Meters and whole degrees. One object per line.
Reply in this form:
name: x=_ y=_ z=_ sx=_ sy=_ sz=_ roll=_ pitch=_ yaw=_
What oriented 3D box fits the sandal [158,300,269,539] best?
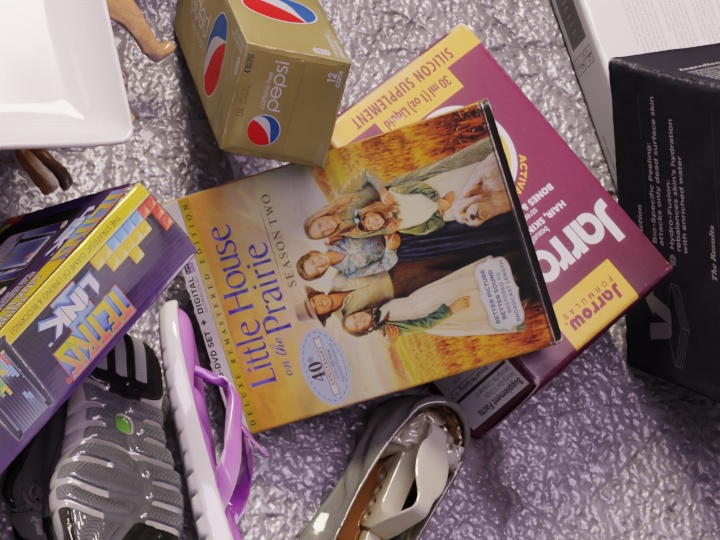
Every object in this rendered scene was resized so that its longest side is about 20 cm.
sandal: x=-0.075 y=0.115 z=1.485 sx=0.050 sy=0.082 sz=0.204 roll=-12 pitch=85 yaw=-5

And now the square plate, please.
square plate: x=-0.236 y=-0.149 z=1.411 sx=0.199 sy=0.028 sz=0.199 roll=-5 pitch=71 yaw=-22

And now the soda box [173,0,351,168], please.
soda box: x=-0.060 y=-0.133 z=1.535 sx=0.064 sy=0.068 sz=0.200 roll=9 pitch=23 yaw=-17

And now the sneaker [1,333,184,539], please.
sneaker: x=-0.152 y=0.132 z=1.425 sx=0.075 sy=0.116 sz=0.200 roll=24 pitch=34 yaw=-19

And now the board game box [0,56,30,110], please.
board game box: x=-0.277 y=-0.139 z=1.484 sx=0.200 sy=0.135 sz=0.034 roll=53 pitch=36 yaw=6

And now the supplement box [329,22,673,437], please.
supplement box: x=0.065 y=-0.024 z=1.581 sx=0.131 sy=0.103 sz=0.200 roll=-39 pitch=86 yaw=-29

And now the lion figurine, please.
lion figurine: x=-0.179 y=-0.138 z=1.529 sx=0.123 sy=0.072 sz=0.200 roll=50 pitch=27 yaw=-21

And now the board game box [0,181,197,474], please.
board game box: x=-0.202 y=0.046 z=1.416 sx=0.057 sy=0.165 sz=0.200 roll=51 pitch=60 yaw=-19

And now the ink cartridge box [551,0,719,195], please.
ink cartridge box: x=0.232 y=-0.124 z=1.717 sx=0.173 sy=0.044 sz=0.201 roll=-10 pitch=73 yaw=-24

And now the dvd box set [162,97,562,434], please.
dvd box set: x=0.000 y=0.000 z=1.504 sx=0.199 sy=0.029 sz=0.147 roll=-16 pitch=92 yaw=14

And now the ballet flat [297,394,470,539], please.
ballet flat: x=0.006 y=0.153 z=1.502 sx=0.067 sy=0.064 sz=0.200 roll=43 pitch=57 yaw=-27

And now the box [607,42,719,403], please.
box: x=0.248 y=-0.026 z=1.555 sx=0.117 sy=0.200 sz=0.198 roll=-12 pitch=106 yaw=-24
